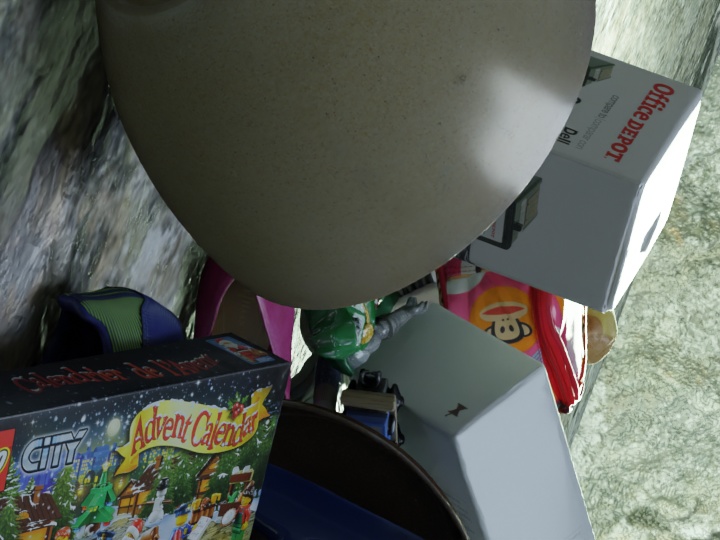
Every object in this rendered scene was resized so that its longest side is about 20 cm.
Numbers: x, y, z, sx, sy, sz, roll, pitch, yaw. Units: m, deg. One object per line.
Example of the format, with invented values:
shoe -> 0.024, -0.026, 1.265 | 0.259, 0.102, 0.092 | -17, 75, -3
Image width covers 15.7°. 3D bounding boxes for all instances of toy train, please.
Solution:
toy train -> 0.006, 0.135, 1.418 | 0.046, 0.034, 0.200 | -71, 163, -49

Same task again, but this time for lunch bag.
lunch bag -> 0.093, -0.016, 1.579 | 0.176, 0.082, 0.200 | 64, 23, -63

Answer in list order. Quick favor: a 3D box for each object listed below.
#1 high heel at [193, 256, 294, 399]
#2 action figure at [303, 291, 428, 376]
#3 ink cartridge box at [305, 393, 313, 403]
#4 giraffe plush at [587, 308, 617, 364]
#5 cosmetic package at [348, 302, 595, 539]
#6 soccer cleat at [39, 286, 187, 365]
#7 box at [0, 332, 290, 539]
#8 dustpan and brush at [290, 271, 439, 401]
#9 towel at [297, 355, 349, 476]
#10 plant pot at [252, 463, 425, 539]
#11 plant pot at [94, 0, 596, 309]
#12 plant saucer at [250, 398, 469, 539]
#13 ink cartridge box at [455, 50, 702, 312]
high heel -> -0.064, 0.077, 1.360 | 0.096, 0.067, 0.200 | -64, 167, -74
action figure -> 0.000, 0.000, 1.427 | 0.200, 0.055, 0.118 | -70, 141, -63
ink cartridge box -> 0.026, 0.188, 1.616 | 0.047, 0.200, 0.160 | -29, 136, -10
giraffe plush -> 0.079, -0.010, 1.740 | 0.162, 0.172, 0.200 | 21, 101, -57
cosmetic package -> 0.070, 0.128, 1.470 | 0.071, 0.101, 0.200 | -35, 129, -21
soccer cleat -> -0.141, 0.099, 1.129 | 0.084, 0.065, 0.201 | 19, 96, -49
box -> -0.118, 0.105, 1.066 | 0.200, 0.038, 0.137 | -9, 119, -52
dustpan and brush -> -0.009, 0.040, 1.575 | 0.200, 0.057, 0.140 | -30, 141, -22
towel -> -0.018, 0.103, 1.458 | 0.200, 0.024, 0.147 | -85, 174, -60
plant pot -> -0.078, 0.222, 1.269 | 0.180, 0.200, 0.200 | -45, 152, -49
plant pot -> -0.027, -0.103, 1.025 | 0.134, 0.200, 0.201 | 37, 70, -41
plant saucer -> -0.024, 0.143, 1.342 | 0.037, 0.200, 0.201 | -53, 160, -52
ink cartridge box -> 0.069, -0.072, 1.409 | 0.146, 0.200, 0.084 | -51, 158, -58
